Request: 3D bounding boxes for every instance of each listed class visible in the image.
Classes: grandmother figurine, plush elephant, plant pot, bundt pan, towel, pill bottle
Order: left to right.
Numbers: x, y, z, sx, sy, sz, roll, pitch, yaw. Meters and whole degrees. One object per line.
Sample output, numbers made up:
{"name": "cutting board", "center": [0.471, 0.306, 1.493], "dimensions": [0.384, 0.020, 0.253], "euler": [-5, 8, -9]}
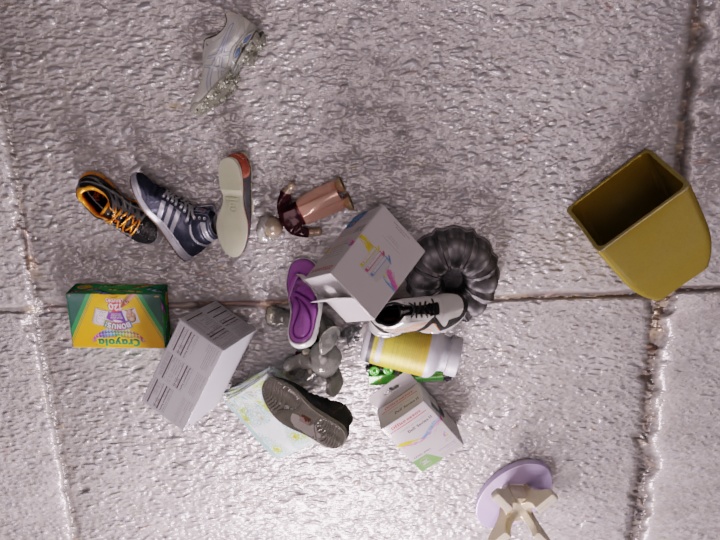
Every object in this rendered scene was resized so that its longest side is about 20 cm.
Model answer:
{"name": "towel", "center": [-0.179, 0.302, 1.698], "dimensions": [0.170, 0.048, 0.201], "euler": [-29, 109, 40]}
{"name": "grandmother figurine", "center": [-0.117, -0.115, 1.578], "dimensions": [0.197, 0.061, 0.123], "euler": [-26, 99, 8]}
{"name": "plush elephant", "center": [-0.094, 0.165, 1.623], "dimensions": [0.195, 0.155, 0.168], "euler": [-6, 110, 4]}
{"name": "pill bottle", "center": [0.103, 0.151, 1.629], "dimensions": [0.196, 0.112, 0.114], "euler": [14, 110, 3]}
{"name": "bundt pan", "center": [0.184, 0.018, 1.608], "dimensions": [0.197, 0.076, 0.206], "euler": [1, 110, 2]}
{"name": "plant pot", "center": [0.541, -0.065, 1.514], "dimensions": [0.193, 0.196, 0.200], "euler": [-37, 113, 13]}

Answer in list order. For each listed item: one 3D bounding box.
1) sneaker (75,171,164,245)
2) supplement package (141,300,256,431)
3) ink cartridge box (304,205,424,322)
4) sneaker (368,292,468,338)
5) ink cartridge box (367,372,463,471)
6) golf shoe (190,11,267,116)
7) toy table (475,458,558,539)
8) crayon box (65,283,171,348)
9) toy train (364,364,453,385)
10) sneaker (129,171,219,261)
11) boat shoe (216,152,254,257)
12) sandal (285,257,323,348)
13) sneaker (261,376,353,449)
{"name": "sneaker", "center": [-0.474, -0.111, 1.578], "dimensions": [0.198, 0.077, 0.079], "euler": [34, 106, -12]}
{"name": "supplement package", "center": [-0.323, 0.189, 1.628], "dimensions": [0.110, 0.156, 0.202], "euler": [33, 109, 9]}
{"name": "ink cartridge box", "center": [0.000, 0.000, 1.529], "dimensions": [0.125, 0.128, 0.201], "euler": [44, 68, -15]}
{"name": "sneaker", "center": [0.110, 0.085, 1.538], "dimensions": [0.196, 0.080, 0.075], "euler": [-13, 73, 2]}
{"name": "ink cartridge box", "center": [0.114, 0.319, 1.700], "dimensions": [0.116, 0.068, 0.200], "euler": [-35, 118, 13]}
{"name": "golf shoe", "center": [-0.263, -0.381, 1.490], "dimensions": [0.097, 0.078, 0.201], "euler": [42, 101, 5]}
{"name": "toy table", "center": [0.343, 0.517, 1.760], "dimensions": [0.182, 0.117, 0.202], "euler": [32, 106, -10]}
{"name": "crayon box", "center": [-0.494, 0.093, 1.660], "dimensions": [0.195, 0.058, 0.121], "euler": [0, 110, 1]}
{"name": "toy train", "center": [0.108, 0.213, 1.699], "dimensions": [0.195, 0.042, 0.057], "euler": [-2, 120, 2]}
{"name": "sneaker", "center": [-0.354, -0.124, 1.572], "dimensions": [0.107, 0.070, 0.202], "euler": [-26, 114, 15]}
{"name": "boat shoe", "center": [-0.240, -0.128, 1.573], "dimensions": [0.070, 0.063, 0.204], "euler": [8, 111, 18]}
{"name": "sandal", "center": [-0.110, 0.052, 1.570], "dimensions": [0.081, 0.206, 0.050], "euler": [-12, 145, 8]}
{"name": "sneaker", "center": [-0.106, 0.274, 1.619], "dimensions": [0.199, 0.106, 0.075], "euler": [37, 105, 1]}
